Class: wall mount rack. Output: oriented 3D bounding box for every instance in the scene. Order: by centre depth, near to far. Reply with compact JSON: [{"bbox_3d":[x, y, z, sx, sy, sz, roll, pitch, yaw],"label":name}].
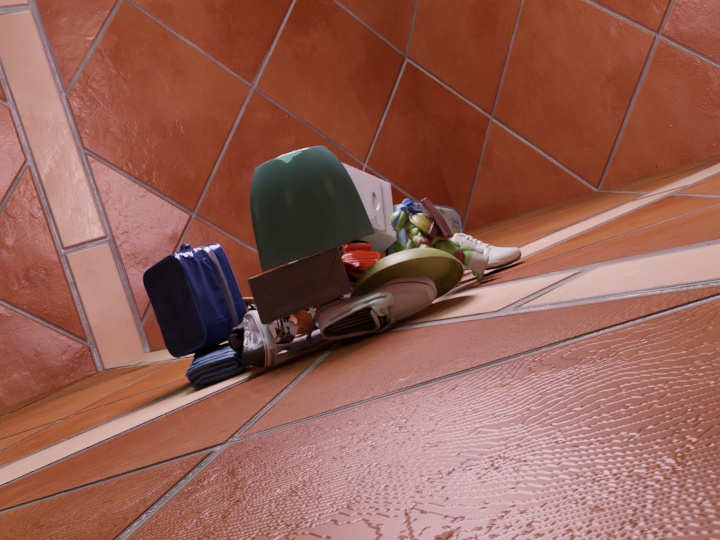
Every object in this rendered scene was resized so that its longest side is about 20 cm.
[{"bbox_3d":[-0.072,0.087,1.311,0.172,0.076,0.198,-13,7,46],"label":"wall mount rack"}]

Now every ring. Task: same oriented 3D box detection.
[{"bbox_3d":[-0.191,0.091,1.515,0.195,0.020,0.201,3,-26,2],"label":"ring"}]

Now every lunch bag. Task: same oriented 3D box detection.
[{"bbox_3d":[-0.304,0.046,1.396,0.134,0.204,0.131,-22,-4,38],"label":"lunch bag"},{"bbox_3d":[0.135,-0.056,1.570,0.197,0.165,0.082,4,-12,-44],"label":"lunch bag"}]

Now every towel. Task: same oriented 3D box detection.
[{"bbox_3d":[-0.254,0.164,1.348,0.109,0.050,0.200,-19,2,-7],"label":"towel"}]

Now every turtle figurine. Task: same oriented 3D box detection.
[{"bbox_3d":[0.128,-0.015,1.377,0.190,0.204,0.144,19,-22,-3],"label":"turtle figurine"}]

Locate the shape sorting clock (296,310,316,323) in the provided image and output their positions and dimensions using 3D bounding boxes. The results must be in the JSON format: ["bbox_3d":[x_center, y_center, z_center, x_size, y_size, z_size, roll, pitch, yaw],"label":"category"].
[{"bbox_3d":[-0.046,0.079,1.616,0.196,0.040,0.200,-23,-1,0],"label":"shape sorting clock"}]

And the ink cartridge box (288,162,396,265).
[{"bbox_3d":[-0.042,-0.092,1.528,0.142,0.150,0.200,18,-41,-31],"label":"ink cartridge box"}]

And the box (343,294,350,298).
[{"bbox_3d":[0.027,0.036,1.496,0.038,0.042,0.199,-19,3,27],"label":"box"}]

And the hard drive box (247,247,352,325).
[{"bbox_3d":[-0.100,0.023,1.253,0.153,0.078,0.200,-19,2,-4],"label":"hard drive box"}]

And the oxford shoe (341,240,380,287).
[{"bbox_3d":[0.000,0.000,1.360,0.069,0.074,0.200,-1,15,-1],"label":"oxford shoe"}]

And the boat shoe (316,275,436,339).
[{"bbox_3d":[0.028,0.069,1.167,0.196,0.075,0.067,-19,29,6],"label":"boat shoe"}]

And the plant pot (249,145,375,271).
[{"bbox_3d":[-0.092,-0.107,1.218,0.196,0.164,0.201,-18,3,1],"label":"plant pot"}]

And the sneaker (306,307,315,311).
[{"bbox_3d":[-0.075,0.049,1.512,0.081,0.079,0.199,20,-28,-22],"label":"sneaker"}]

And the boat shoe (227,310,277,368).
[{"bbox_3d":[-0.189,0.118,1.250,0.065,0.072,0.200,-4,17,-18],"label":"boat shoe"}]

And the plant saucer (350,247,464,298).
[{"bbox_3d":[0.074,0.014,1.229,0.195,0.032,0.201,-13,-26,-6],"label":"plant saucer"}]

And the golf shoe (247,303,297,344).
[{"bbox_3d":[-0.168,0.104,1.434,0.092,0.080,0.200,-8,-11,-8],"label":"golf shoe"}]

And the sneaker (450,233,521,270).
[{"bbox_3d":[0.218,-0.036,1.470,0.195,0.082,0.070,-5,-5,14],"label":"sneaker"}]
